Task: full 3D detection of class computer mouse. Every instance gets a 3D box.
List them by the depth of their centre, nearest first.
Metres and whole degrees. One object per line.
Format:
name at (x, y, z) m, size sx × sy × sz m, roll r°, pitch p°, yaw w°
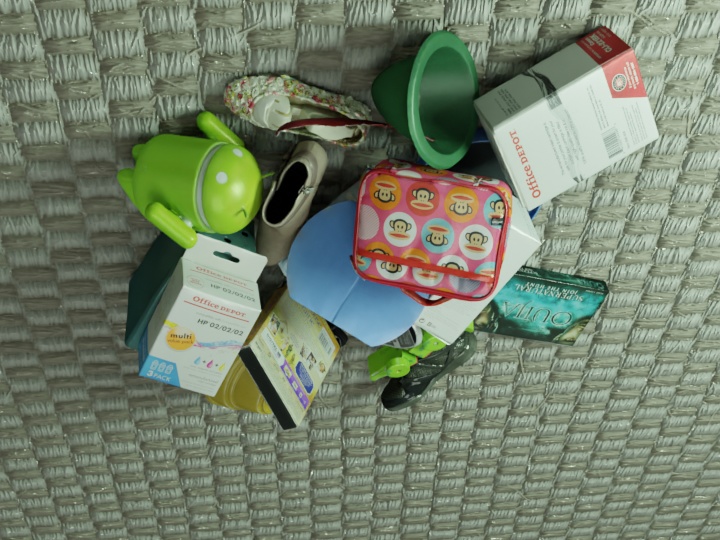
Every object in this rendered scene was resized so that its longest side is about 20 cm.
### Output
computer mouse at (0.018, 0.079, 1.481) m, size 0.198 × 0.044 × 0.111 m, roll 2°, pitch 125°, yaw 37°

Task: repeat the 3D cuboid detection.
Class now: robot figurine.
robot figurine at (-0.211, -0.111, 1.246) m, size 0.197 × 0.177 × 0.116 m, roll 10°, pitch 147°, yaw 23°

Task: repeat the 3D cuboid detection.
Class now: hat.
hat at (0.032, -0.220, 1.235) m, size 0.174 × 0.169 × 0.199 m, roll 7°, pitch 174°, yaw 35°

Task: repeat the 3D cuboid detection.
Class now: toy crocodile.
toy crocodile at (0.087, 0.112, 1.491) m, size 0.199 × 0.068 × 0.061 m, roll -37°, pitch 135°, yaw 28°

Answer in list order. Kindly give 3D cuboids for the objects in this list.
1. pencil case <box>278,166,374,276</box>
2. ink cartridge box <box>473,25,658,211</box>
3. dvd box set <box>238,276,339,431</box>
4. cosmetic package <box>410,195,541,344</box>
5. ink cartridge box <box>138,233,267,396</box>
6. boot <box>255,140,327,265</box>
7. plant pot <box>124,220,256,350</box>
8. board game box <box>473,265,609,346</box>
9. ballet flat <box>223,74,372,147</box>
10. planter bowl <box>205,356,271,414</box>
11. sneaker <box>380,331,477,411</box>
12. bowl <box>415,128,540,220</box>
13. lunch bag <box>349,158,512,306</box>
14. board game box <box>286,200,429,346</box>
pencil case at (-0.029, -0.056, 1.366) m, size 0.199 × 0.091 × 0.084 m, roll -39°, pitch 90°, yaw 29°
ink cartridge box at (0.263, -0.193, 1.245) m, size 0.198 × 0.084 × 0.145 m, roll -29°, pitch 127°, yaw 4°
dvd box set at (-0.102, 0.114, 1.418) m, size 0.029 × 0.201 × 0.148 m, roll -17°, pitch 114°, yaw 27°
cosmetic package at (0.149, -0.012, 1.342) m, size 0.080 × 0.114 × 0.200 m, roll 30°, pitch 118°, yaw -23°
ink cartridge box at (-0.209, 0.062, 1.294) m, size 0.114 × 0.068 × 0.201 m, roll 18°, pitch 118°, yaw -24°
boot at (-0.102, -0.081, 1.272) m, size 0.069 × 0.146 × 0.202 m, roll 24°, pitch 107°, yaw 0°
plant pot at (-0.230, 0.012, 1.378) m, size 0.140 × 0.142 × 0.201 m, roll 20°, pitch 124°, yaw -24°
board game box at (0.282, 0.057, 1.560) m, size 0.197 × 0.028 × 0.136 m, roll 10°, pitch 131°, yaw -16°
ballet flat at (-0.076, -0.202, 1.239) m, size 0.197 × 0.064 × 0.076 m, roll 7°, pitch 128°, yaw -13°
planter bowl at (-0.138, 0.160, 1.498) m, size 0.199 × 0.083 × 0.202 m, roll -35°, pitch 151°, yaw -23°
sneaker at (0.086, 0.147, 1.592) m, size 0.114 × 0.077 × 0.199 m, roll 33°, pitch 119°, yaw -31°
bowl at (0.160, -0.114, 1.371) m, size 0.197 × 0.040 × 0.203 m, roll -4°, pitch 134°, yaw -4°
lunch bag at (0.089, -0.040, 1.238) m, size 0.197 × 0.082 × 0.179 m, roll 11°, pitch 110°, yaw 11°
board game box at (0.000, 0.000, 1.322) m, size 0.198 × 0.039 × 0.159 m, roll 30°, pitch 101°, yaw -4°
